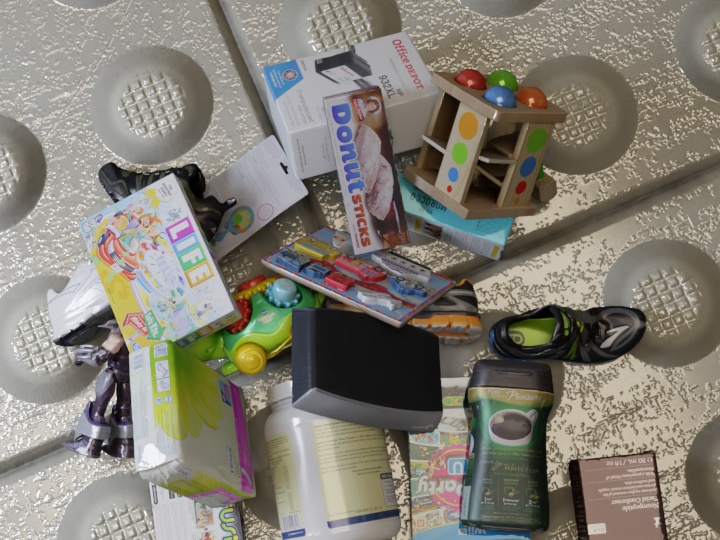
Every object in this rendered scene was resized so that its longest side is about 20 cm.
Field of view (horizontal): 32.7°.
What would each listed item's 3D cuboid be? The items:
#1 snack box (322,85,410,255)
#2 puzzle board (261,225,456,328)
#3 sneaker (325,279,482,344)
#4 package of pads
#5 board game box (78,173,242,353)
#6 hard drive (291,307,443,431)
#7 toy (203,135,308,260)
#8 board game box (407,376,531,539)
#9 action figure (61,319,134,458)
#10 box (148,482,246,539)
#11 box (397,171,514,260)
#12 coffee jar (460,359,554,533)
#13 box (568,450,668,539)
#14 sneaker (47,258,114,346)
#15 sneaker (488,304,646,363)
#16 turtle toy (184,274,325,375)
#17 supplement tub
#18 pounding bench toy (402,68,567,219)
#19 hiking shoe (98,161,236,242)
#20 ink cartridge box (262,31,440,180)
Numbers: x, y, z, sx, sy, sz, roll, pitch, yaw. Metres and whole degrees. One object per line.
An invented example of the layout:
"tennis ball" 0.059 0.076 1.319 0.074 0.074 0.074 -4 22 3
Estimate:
"snack box" 0.008 -0.121 1.499 0.072 0.024 0.201 -12 111 -1
"puzzle board" 0.000 0.000 1.513 0.199 0.151 0.017 24 120 22
"sneaker" 0.055 0.046 1.560 0.199 0.078 0.078 5 65 -1
"package of pads" -0.196 0.188 1.436 0.068 0.200 0.155 -17 62 16
"board game box" -0.242 -0.001 1.472 0.134 0.034 0.200 -28 68 1
"hard drive" 0.012 0.113 1.445 0.199 0.042 0.135 14 62 -31
"toy" -0.163 -0.071 1.588 0.200 0.047 0.115 -34 56 4
"board game box" 0.132 0.234 1.519 0.147 0.064 0.201 -2 79 1
"action figure" -0.303 0.131 1.519 0.069 0.130 0.201 16 93 39
"box" -0.194 0.350 1.513 0.110 0.035 0.201 -8 78 -1
"box" 0.095 -0.075 1.574 0.199 0.082 0.049 19 78 4
"coffee jar" 0.175 0.206 1.449 0.104 0.085 0.201 4 78 4
"box" 0.317 0.325 1.493 0.100 0.075 0.201 -6 80 -1
"sneaker" -0.320 0.016 1.551 0.200 0.074 0.087 -31 70 10
"sneaker" 0.261 0.080 1.538 0.199 0.083 0.071 -4 78 0
"turtle toy" -0.135 0.067 1.508 0.199 0.146 0.101 -26 95 -4
"supplement tub" -0.037 0.232 1.480 0.144 0.145 0.201 -10 78 -1
"pounding bench toy" 0.182 -0.164 1.523 0.124 0.199 0.157 39 122 41
"hiking shoe" -0.248 -0.097 1.577 0.200 0.076 0.101 33 73 26
"ink cartridge box" -0.009 -0.213 1.566 0.199 0.084 0.145 -16 46 -7
